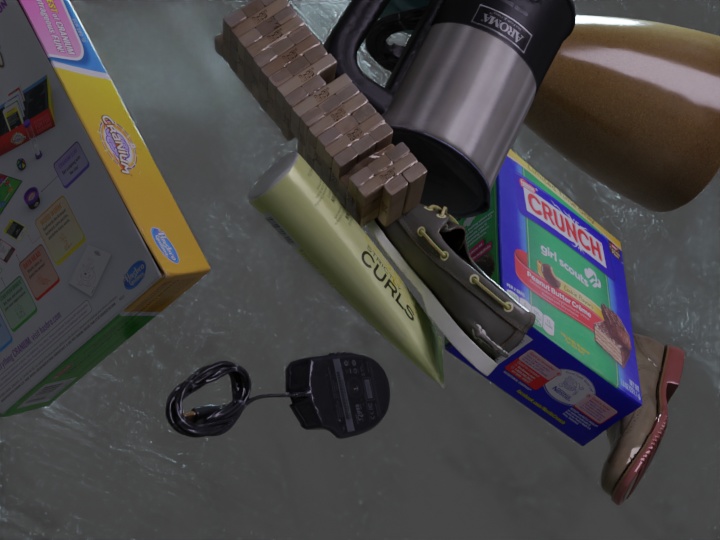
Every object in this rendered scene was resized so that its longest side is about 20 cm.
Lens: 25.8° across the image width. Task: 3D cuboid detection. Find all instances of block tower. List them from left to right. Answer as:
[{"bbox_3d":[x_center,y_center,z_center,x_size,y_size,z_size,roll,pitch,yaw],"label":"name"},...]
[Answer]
[{"bbox_3d":[-0.033,-0.124,1.189,0.054,0.058,0.201,-34,73,-19],"label":"block tower"}]

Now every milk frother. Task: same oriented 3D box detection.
[{"bbox_3d":[0.060,-0.145,1.308,0.179,0.201,0.189,23,66,11],"label":"milk frother"}]

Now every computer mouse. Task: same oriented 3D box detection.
[{"bbox_3d":[-0.054,0.086,1.039,0.199,0.034,0.059,1,75,-46],"label":"computer mouse"}]

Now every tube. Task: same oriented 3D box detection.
[{"bbox_3d":[0.000,0.000,1.172,0.200,0.052,0.058,48,59,-17],"label":"tube"}]

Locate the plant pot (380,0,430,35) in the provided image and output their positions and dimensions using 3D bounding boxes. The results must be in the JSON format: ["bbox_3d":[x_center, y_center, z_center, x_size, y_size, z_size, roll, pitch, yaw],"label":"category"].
[{"bbox_3d":[0.070,-0.313,1.437,0.200,0.200,0.163,31,49,-31],"label":"plant pot"}]

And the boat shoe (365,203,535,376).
[{"bbox_3d":[0.060,-0.011,1.205,0.202,0.060,0.072,54,11,32],"label":"boat shoe"}]

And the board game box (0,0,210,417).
[{"bbox_3d":[-0.186,-0.045,0.869,0.040,0.153,0.202,-10,68,-57],"label":"board game box"}]

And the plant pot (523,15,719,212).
[{"bbox_3d":[0.245,-0.176,1.562,0.198,0.187,0.188,17,45,-25],"label":"plant pot"}]

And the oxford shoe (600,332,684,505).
[{"bbox_3d":[0.223,0.123,1.346,0.074,0.071,0.200,25,34,5],"label":"oxford shoe"}]

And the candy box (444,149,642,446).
[{"bbox_3d":[0.150,0.017,1.323,0.168,0.077,0.201,35,35,-27],"label":"candy box"}]
